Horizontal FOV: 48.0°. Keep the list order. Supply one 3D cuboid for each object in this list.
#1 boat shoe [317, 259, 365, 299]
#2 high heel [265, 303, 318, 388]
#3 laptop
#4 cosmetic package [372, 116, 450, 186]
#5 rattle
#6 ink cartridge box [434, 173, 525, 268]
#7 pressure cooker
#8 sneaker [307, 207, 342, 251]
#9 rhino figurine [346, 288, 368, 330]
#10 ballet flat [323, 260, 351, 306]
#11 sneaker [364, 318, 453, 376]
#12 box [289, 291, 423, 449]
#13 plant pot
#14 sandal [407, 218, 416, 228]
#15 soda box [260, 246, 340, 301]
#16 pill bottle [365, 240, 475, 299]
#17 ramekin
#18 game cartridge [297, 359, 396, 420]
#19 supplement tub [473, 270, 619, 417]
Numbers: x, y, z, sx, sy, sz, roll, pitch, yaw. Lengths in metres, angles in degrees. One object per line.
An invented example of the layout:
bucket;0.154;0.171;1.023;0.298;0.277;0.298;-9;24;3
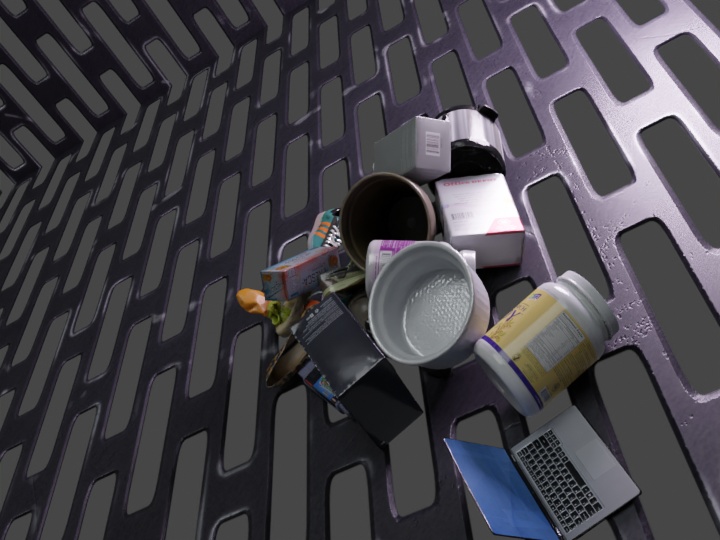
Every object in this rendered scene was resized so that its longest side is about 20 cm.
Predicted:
boat shoe;-0.001;0.001;1.667;0.198;0.067;0.072;-24;-14;-29
high heel;-0.120;0.152;1.598;0.143;0.071;0.201;-54;1;-43
laptop;0.252;0.275;1.143;0.198;0.117;0.188;-35;35;4
cosmetic package;0.101;-0.231;1.646;0.199;0.088;0.110;164;108;-68
rattle;-0.161;0.056;1.707;0.131;0.143;0.199;-48;11;-17
ink cartridge box;0.229;-0.097;1.580;0.143;0.087;0.202;-5;37;0
pressure cooker;0.220;-0.250;1.735;0.171;0.181;0.203;-9;40;12
sneaker;-0.070;-0.081;1.887;0.079;0.072;0.203;-24;35;25
rhino figurine;0.034;0.094;1.601;0.087;0.060;0.200;-35;35;-4
ballet flat;-0.017;0.016;1.737;0.201;0.069;0.071;-52;19;-16
sneaker;0.097;0.126;1.483;0.197;0.075;0.080;21;53;27
box;-0.005;0.173;1.388;0.103;0.201;0.183;-37;48;-3
plant pot;0.076;-0.095;1.636;0.196;0.205;0.173;-19;-2;23
sandal;0.076;-0.102;1.804;0.196;0.043;0.077;-9;43;35
soda box;-0.122;0.005;1.689;0.067;0.065;0.199;0;15;34
pill bottle;0.111;0.004;1.471;0.194;0.114;0.114;3;44;9
ramekin;0.118;0.064;1.332;0.196;0.097;0.206;-13;66;31
game cartridge;-0.032;0.197;1.566;0.129;0.039;0.199;-43;34;-15
supplement tub;0.291;0.113;1.269;0.199;0.146;0.145;-40;34;-4
